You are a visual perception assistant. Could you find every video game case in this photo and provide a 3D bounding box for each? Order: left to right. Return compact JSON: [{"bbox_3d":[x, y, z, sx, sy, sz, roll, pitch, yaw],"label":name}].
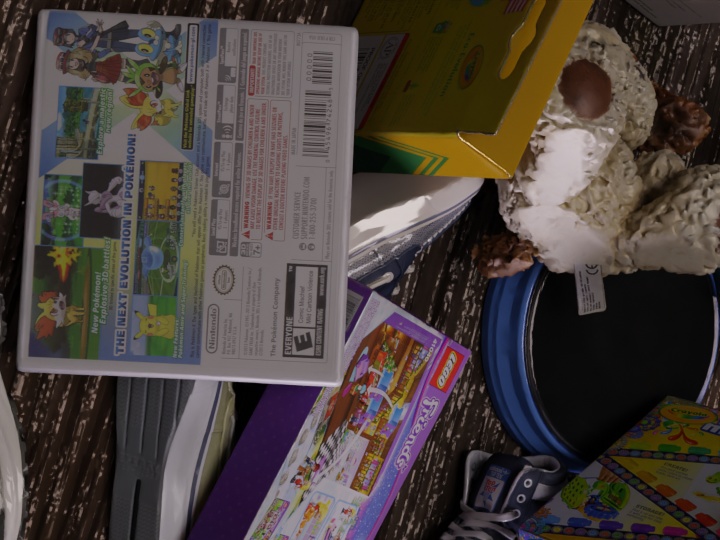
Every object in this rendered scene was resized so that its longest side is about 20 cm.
[{"bbox_3d":[-0.095,-0.041,0.934,0.180,0.022,0.203,3,85,-3],"label":"video game case"}]

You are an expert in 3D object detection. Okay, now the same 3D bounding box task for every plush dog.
[{"bbox_3d":[0.146,-0.088,1.095,0.199,0.160,0.173,36,46,-25],"label":"plush dog"}]

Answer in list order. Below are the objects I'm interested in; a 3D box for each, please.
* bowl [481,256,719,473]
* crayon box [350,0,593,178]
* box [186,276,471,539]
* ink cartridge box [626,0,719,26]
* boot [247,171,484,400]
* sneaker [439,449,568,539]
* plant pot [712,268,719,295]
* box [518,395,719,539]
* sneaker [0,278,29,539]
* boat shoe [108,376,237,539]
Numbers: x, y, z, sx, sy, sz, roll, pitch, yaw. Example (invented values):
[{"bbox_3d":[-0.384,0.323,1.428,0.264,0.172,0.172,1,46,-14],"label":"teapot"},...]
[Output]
[{"bbox_3d":[0.174,0.044,1.175,0.199,0.039,0.203,-4,97,-33],"label":"bowl"},{"bbox_3d":[0.057,-0.121,0.986,0.051,0.199,0.128,33,77,-31],"label":"crayon box"},{"bbox_3d":[-0.020,0.112,1.004,0.137,0.039,0.201,32,85,-56],"label":"box"},{"bbox_3d":[0.270,-0.247,1.115,0.084,0.199,0.147,30,77,-32],"label":"ink cartridge box"},{"bbox_3d":[0.000,0.000,1.047,0.199,0.073,0.091,-28,121,-24],"label":"boot"},{"bbox_3d":[0.069,0.187,1.098,0.199,0.070,0.110,-21,110,-37],"label":"sneaker"},{"bbox_3d":[0.365,0.002,1.214,0.187,0.200,0.202,25,81,-23],"label":"plant pot"},{"bbox_3d":[0.211,0.226,1.116,0.192,0.121,0.202,-31,125,-43],"label":"box"},{"bbox_3d":[-0.225,0.073,0.902,0.079,0.074,0.203,-11,95,-22],"label":"sneaker"},{"bbox_3d":[-0.104,0.093,0.988,0.062,0.072,0.202,1,103,-48],"label":"boat shoe"}]
